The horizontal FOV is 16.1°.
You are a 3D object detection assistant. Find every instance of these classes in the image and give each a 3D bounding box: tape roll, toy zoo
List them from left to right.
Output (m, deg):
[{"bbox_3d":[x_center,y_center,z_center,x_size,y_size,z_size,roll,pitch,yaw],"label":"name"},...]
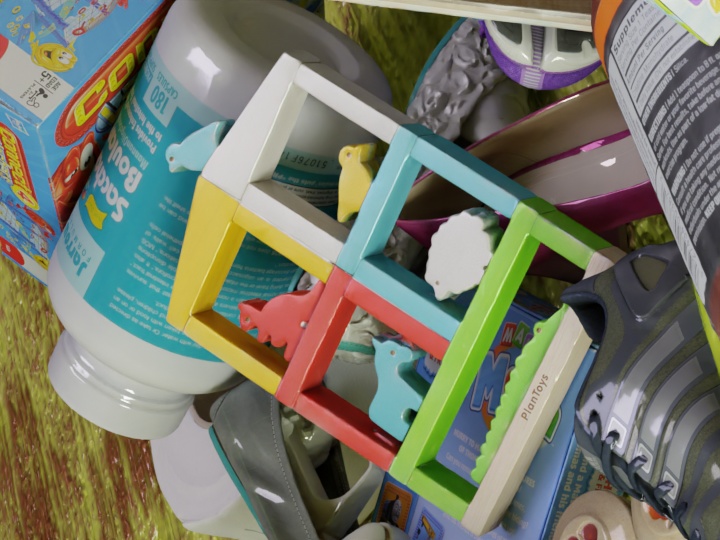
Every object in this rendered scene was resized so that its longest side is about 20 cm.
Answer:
[{"bbox_3d":[-0.036,0.035,1.276,0.202,0.071,0.203,-39,44,52],"label":"tape roll"},{"bbox_3d":[0.000,0.000,1.045,0.200,0.020,0.132,33,111,22],"label":"toy zoo"}]

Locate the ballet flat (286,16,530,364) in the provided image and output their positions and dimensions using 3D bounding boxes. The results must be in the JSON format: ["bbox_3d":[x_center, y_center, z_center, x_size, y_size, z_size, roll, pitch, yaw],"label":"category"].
[{"bbox_3d":[0.039,-0.033,1.129,0.200,0.072,0.072,-58,15,-28],"label":"ballet flat"}]

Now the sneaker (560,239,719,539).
[{"bbox_3d":[0.119,0.068,0.894,0.081,0.074,0.200,-18,44,15],"label":"sneaker"}]

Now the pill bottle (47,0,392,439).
[{"bbox_3d":[-0.074,-0.021,1.167,0.200,0.110,0.111,-62,28,24],"label":"pill bottle"}]

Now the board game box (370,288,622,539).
[{"bbox_3d":[0.052,0.112,1.089,0.151,0.036,0.201,30,107,64],"label":"board game box"}]

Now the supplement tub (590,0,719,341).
[{"bbox_3d":[0.143,-0.064,0.877,0.107,0.107,0.200,-55,39,39],"label":"supplement tub"}]

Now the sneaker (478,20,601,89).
[{"bbox_3d":[0.083,-0.119,1.092,0.200,0.080,0.084,-81,1,-63],"label":"sneaker"}]

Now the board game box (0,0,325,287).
[{"bbox_3d":[-0.100,-0.105,1.227,0.200,0.056,0.196,-49,-16,-19],"label":"board game box"}]

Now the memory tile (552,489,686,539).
[{"bbox_3d":[0.085,0.164,0.965,0.200,0.017,0.154,-40,50,40],"label":"memory tile"}]

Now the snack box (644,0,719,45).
[{"bbox_3d":[0.111,-0.184,0.853,0.169,0.068,0.200,-51,25,9],"label":"snack box"}]

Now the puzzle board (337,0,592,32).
[{"bbox_3d":[0.054,-0.155,1.043,0.200,0.150,0.017,-88,5,-53],"label":"puzzle board"}]

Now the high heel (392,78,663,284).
[{"bbox_3d":[0.095,-0.059,1.010,0.200,0.096,0.068,-43,41,51],"label":"high heel"}]

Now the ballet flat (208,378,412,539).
[{"bbox_3d":[-0.011,0.114,1.100,0.064,0.067,0.200,-37,47,11],"label":"ballet flat"}]
